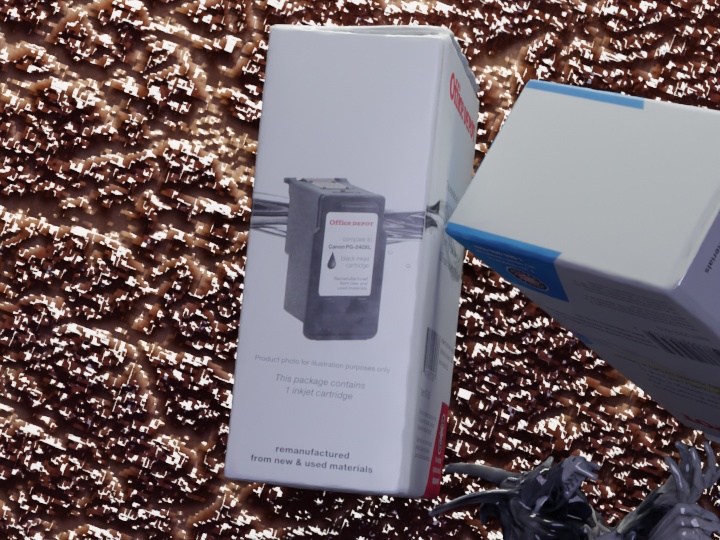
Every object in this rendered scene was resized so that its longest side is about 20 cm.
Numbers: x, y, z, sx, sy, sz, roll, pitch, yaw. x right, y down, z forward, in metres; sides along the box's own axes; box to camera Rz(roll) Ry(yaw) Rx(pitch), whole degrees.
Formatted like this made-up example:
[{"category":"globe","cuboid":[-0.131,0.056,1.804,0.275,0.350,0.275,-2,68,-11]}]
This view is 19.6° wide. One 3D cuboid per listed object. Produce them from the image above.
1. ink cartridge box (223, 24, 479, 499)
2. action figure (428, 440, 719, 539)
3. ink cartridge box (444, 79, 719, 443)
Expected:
[{"category":"ink cartridge box","cuboid":[0.000,0.000,0.950,0.083,0.145,0.201,4,83,9]},{"category":"action figure","cuboid":[0.136,0.130,0.961,0.199,0.119,0.102,32,116,-5]},{"category":"ink cartridge box","cuboid":[0.158,0.009,0.912,0.200,0.144,0.085,38,77,-37]}]
